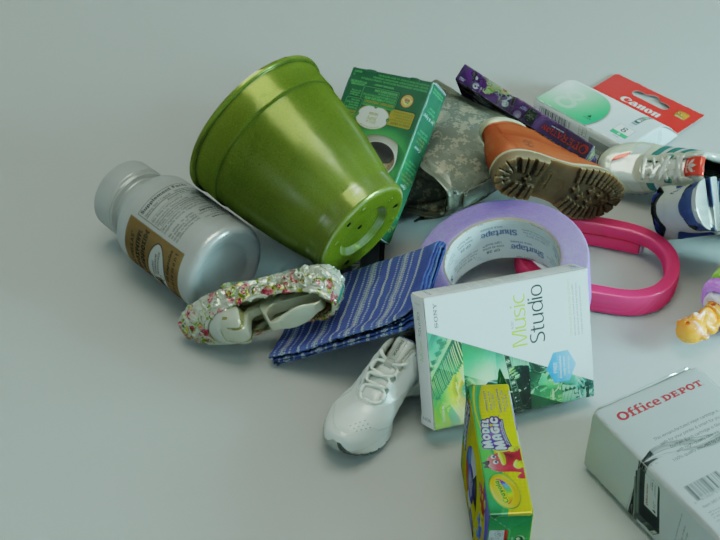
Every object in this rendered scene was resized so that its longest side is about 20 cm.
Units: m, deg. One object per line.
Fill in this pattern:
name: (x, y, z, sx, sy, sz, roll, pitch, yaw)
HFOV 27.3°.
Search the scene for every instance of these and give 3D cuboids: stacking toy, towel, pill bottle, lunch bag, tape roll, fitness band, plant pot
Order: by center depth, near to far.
towel: (-0.003, 0.034, 1.657, 0.198, 0.024, 0.145, -17, 30, 28)
plant pot: (-0.060, -0.106, 1.700, 0.200, 0.201, 0.193, -31, 66, -34)
tape roll: (0.165, 0.009, 1.711, 0.198, 0.066, 0.201, -6, 44, 6)
stacking toy: (0.439, 0.028, 1.720, 0.199, 0.110, 0.116, -35, 45, -23)
pill bottle: (-0.221, -0.047, 1.747, 0.114, 0.115, 0.199, -30, 49, -34)
fitness band: (0.285, -0.007, 1.795, 0.198, 0.038, 0.144, 10, 42, 10)
lunch bag: (0.105, -0.140, 1.881, 0.163, 0.119, 0.199, -27, 42, -32)

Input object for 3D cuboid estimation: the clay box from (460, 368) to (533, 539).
clay box: (0.130, 0.203, 1.461, 0.047, 0.116, 0.201, -2, 38, -4)

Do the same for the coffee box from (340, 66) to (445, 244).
coffee box: (0.013, -0.141, 1.799, 0.122, 0.044, 0.202, 14, 79, 30)

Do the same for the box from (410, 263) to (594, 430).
box: (0.154, 0.080, 1.584, 0.198, 0.146, 0.036, -10, 12, -19)

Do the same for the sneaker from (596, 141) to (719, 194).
sneaker: (0.403, -0.132, 1.893, 0.198, 0.093, 0.071, 9, 81, 4)

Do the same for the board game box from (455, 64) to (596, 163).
board game box: (0.216, -0.190, 1.922, 0.199, 0.032, 0.120, 34, 2, 14)

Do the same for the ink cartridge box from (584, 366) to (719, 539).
ink cartridge box: (0.343, 0.206, 1.494, 0.144, 0.085, 0.200, -19, 45, -25)

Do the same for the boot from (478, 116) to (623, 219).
boot: (0.232, -0.130, 1.803, 0.199, 0.075, 0.108, 17, 33, -31)

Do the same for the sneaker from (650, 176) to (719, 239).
sneaker: (0.425, -0.078, 1.831, 0.198, 0.082, 0.115, 2, -4, -43)

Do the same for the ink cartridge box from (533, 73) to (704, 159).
ink cartridge box: (0.361, -0.224, 2.055, 0.160, 0.050, 0.199, 33, 50, 31)

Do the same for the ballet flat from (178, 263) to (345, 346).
ballet flat: (-0.111, 0.045, 1.641, 0.198, 0.076, 0.064, -20, 38, 10)

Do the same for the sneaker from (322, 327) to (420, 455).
sneaker: (0.024, 0.117, 1.583, 0.074, 0.088, 0.200, 26, 46, 18)

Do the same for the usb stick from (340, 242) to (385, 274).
usb stick: (0.000, 0.000, 1.768, 0.055, 0.033, 0.201, 2, 40, 2)
